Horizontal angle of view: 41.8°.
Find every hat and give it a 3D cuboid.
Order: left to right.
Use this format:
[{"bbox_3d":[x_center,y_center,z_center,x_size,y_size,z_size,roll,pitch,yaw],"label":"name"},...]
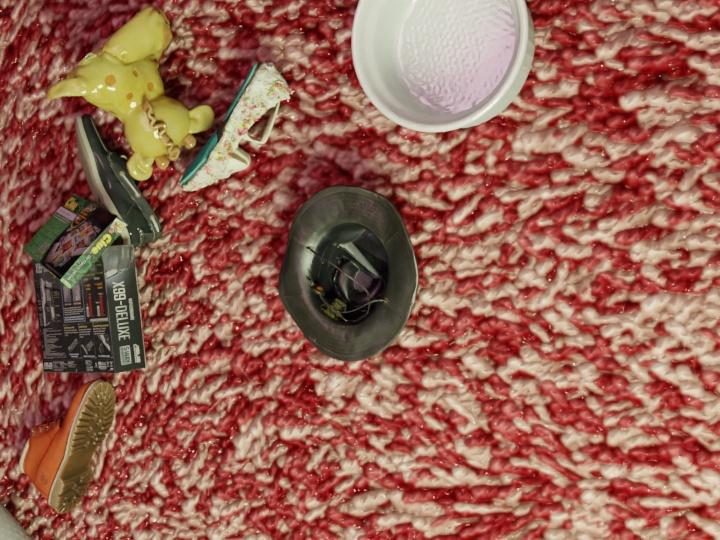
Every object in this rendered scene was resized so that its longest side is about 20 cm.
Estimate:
[{"bbox_3d":[0.000,0.000,1.107,0.198,0.081,0.205,5,100,30],"label":"hat"}]

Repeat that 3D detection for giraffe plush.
[{"bbox_3d":[-0.272,-0.215,1.182,0.171,0.201,0.163,-33,110,18],"label":"giraffe plush"}]

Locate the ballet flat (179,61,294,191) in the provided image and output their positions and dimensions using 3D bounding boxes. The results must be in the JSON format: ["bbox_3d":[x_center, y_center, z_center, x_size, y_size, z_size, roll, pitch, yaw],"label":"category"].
[{"bbox_3d":[-0.152,-0.166,1.171,0.063,0.076,0.201,31,114,-16],"label":"ballet flat"}]

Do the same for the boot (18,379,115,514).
[{"bbox_3d":[-0.411,0.224,1.303,0.106,0.075,0.202,32,106,23],"label":"boot"}]

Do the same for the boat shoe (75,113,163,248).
[{"bbox_3d":[-0.327,-0.121,1.256,0.202,0.067,0.072,62,155,13],"label":"boat shoe"}]

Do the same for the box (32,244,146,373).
[{"bbox_3d":[-0.362,0.054,1.244,0.198,0.049,0.161,-7,90,46],"label":"box"}]

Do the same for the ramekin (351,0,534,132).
[{"bbox_3d":[0.097,-0.251,1.038,0.197,0.097,0.205,1,93,24],"label":"ramekin"}]

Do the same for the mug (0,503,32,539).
[{"bbox_3d":[-0.526,0.444,1.337,0.175,0.147,0.201,43,138,8],"label":"mug"}]

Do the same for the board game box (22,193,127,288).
[{"bbox_3d":[-0.371,-0.042,1.211,0.105,0.023,0.199,-52,33,-10],"label":"board game box"}]
